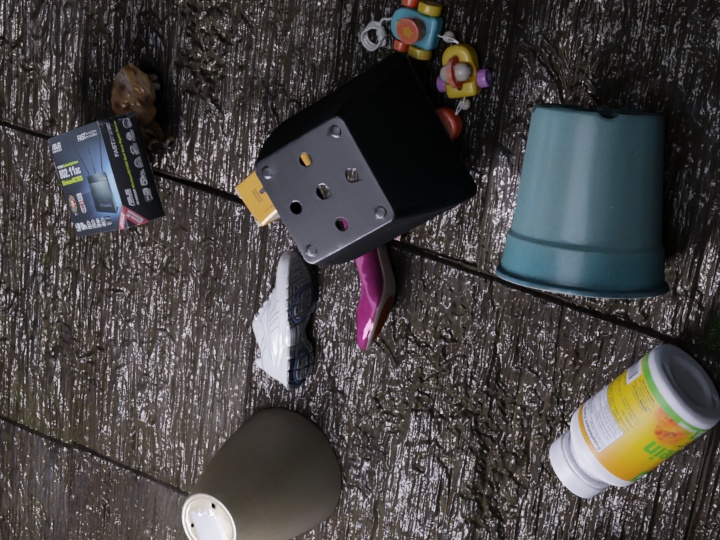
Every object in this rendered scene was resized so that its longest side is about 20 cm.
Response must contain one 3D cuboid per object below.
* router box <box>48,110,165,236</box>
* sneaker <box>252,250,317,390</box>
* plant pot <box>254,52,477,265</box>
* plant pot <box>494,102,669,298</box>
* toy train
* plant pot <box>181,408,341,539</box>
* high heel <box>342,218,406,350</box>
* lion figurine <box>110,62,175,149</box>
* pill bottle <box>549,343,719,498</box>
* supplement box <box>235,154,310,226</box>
[{"bbox_3d":[-0.360,-0.132,1.818,0.199,0.062,0.151,-5,102,56],"label":"router box"},{"bbox_3d":[-0.113,0.066,1.798,0.087,0.074,0.202,19,113,30],"label":"sneaker"},{"bbox_3d":[-0.012,-0.115,1.546,0.199,0.177,0.201,-27,95,29],"label":"plant pot"},{"bbox_3d":[0.259,-0.084,1.462,0.199,0.200,0.198,10,103,28],"label":"plant pot"},{"bbox_3d":[0.074,-0.238,1.598,0.150,0.056,0.201,-34,87,34],"label":"toy train"},{"bbox_3d":[-0.156,0.319,1.823,0.186,0.200,0.189,10,111,28],"label":"plant pot"},{"bbox_3d":[0.000,0.000,1.709,0.095,0.067,0.202,16,98,15],"label":"high heel"},{"bbox_3d":[-0.329,-0.188,1.850,0.123,0.072,0.201,46,127,20],"label":"lion figurine"},{"bbox_3d":[0.322,0.187,1.546,0.111,0.111,0.200,50,123,8],"label":"pill bottle"},{"bbox_3d":[-0.074,-0.141,1.712,0.200,0.069,0.067,-37,86,32],"label":"supplement box"}]
